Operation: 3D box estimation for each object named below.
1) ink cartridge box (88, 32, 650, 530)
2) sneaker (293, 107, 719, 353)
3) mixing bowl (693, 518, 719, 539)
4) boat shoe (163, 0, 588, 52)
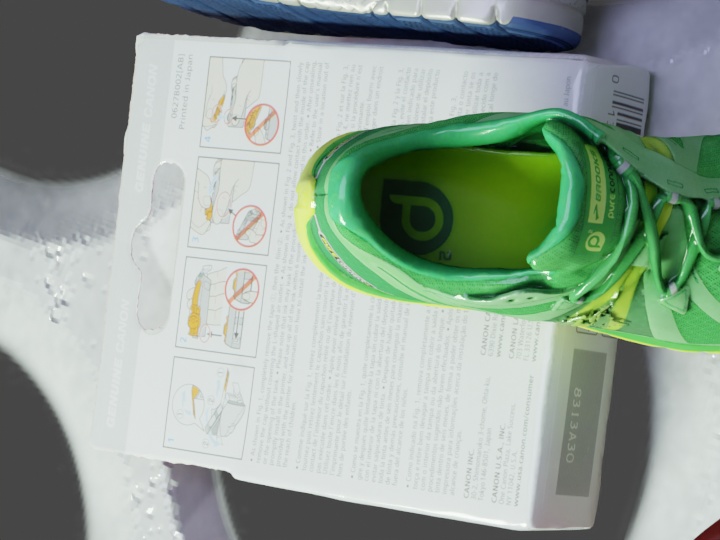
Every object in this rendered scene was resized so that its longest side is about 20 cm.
[{"bbox_3d":[0.000,0.000,1.000,0.200,0.050,0.161,6,89,38],"label":"ink cartridge box"},{"bbox_3d":[0.079,-0.011,0.884,0.199,0.084,0.074,1,88,-1],"label":"sneaker"},{"bbox_3d":[0.142,0.150,0.842,0.200,0.108,0.201,-4,82,34],"label":"mixing bowl"},{"bbox_3d":[-0.006,-0.123,1.008,0.200,0.072,0.073,9,85,26],"label":"boat shoe"}]
